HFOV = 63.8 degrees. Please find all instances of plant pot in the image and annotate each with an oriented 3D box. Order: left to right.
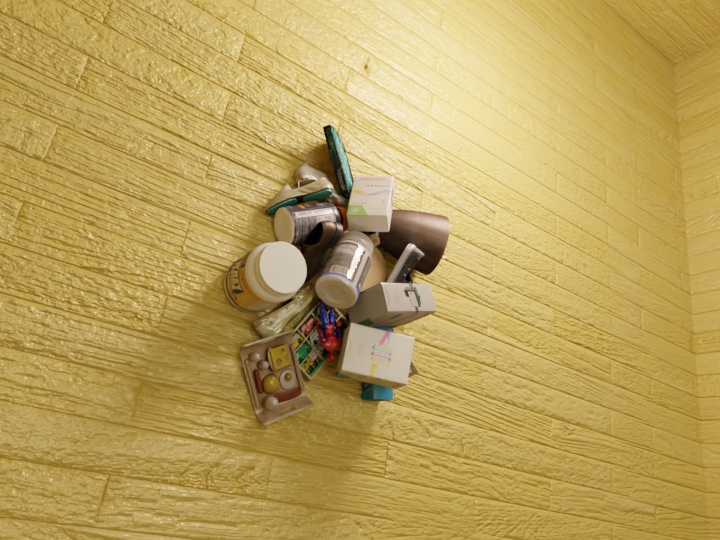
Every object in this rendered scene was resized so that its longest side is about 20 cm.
[{"bbox_3d":[0.137,-0.106,1.729,0.199,0.187,0.188,19,65,-13],"label":"plant pot"}]

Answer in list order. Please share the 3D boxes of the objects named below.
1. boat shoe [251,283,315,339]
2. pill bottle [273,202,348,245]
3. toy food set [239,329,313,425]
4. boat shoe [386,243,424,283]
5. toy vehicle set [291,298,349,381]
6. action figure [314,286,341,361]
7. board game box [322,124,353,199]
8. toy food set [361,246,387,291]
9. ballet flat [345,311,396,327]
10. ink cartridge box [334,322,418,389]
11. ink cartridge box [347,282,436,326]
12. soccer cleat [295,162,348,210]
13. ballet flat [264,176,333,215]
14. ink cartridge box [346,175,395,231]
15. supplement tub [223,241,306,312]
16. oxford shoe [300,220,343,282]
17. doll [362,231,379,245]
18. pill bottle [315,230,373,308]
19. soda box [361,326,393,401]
[{"bbox_3d":[-0.193,0.093,1.488,0.201,0.073,0.063,-45,108,-28],"label":"boat shoe"},{"bbox_3d":[-0.127,-0.129,1.578,0.199,0.106,0.107,-12,83,-38],"label":"pill bottle"},{"bbox_3d":[-0.201,0.258,1.415,0.143,0.060,0.202,-16,96,-31],"label":"toy food set"},{"bbox_3d":[0.125,0.021,1.665,0.066,0.201,0.070,32,19,15],"label":"boat shoe"},{"bbox_3d":[-0.118,0.178,1.542,0.124,0.026,0.200,50,54,-13],"label":"toy vehicle set"},{"bbox_3d":[-0.085,0.140,1.528,0.065,0.052,0.202,5,67,-30],"label":"action figure"},{"bbox_3d":[-0.056,-0.308,1.679,0.135,0.028,0.202,6,69,-77],"label":"board game box"},{"bbox_3d":[0.000,0.000,1.666,0.200,0.049,0.198,50,54,-13],"label":"toy food set"},{"bbox_3d":[0.037,0.128,1.649,0.199,0.067,0.047,9,50,-36],"label":"ballet flat"},{"bbox_3d":[0.048,0.228,1.511,0.198,0.129,0.126,14,73,-7],"label":"ink cartridge box"},{"bbox_3d":[0.084,0.094,1.557,0.199,0.146,0.085,3,68,-45],"label":"ink cartridge box"},{"bbox_3d":[-0.097,-0.232,1.655,0.200,0.069,0.078,37,50,-20],"label":"soccer cleat"},{"bbox_3d":[-0.173,-0.208,1.570,0.199,0.069,0.070,-18,87,-13],"label":"ballet flat"},{"bbox_3d":[0.033,-0.203,1.626,0.068,0.116,0.201,79,16,-49],"label":"ink cartridge box"},{"bbox_3d":[-0.230,0.016,1.401,0.144,0.200,0.146,11,70,-32],"label":"supplement tub"},{"bbox_3d":[-0.133,-0.051,1.513,0.084,0.201,0.073,12,27,-44],"label":"oxford shoe"},{"bbox_3d":[0.024,-0.154,1.666,0.049,0.136,0.201,50,27,-44],"label":"doll"},{"bbox_3d":[-0.036,-0.006,1.525,0.114,0.114,0.201,42,43,-18],"label":"pill bottle"},{"bbox_3d":[0.047,0.259,1.613,0.067,0.064,0.202,12,69,-32],"label":"soda box"}]
